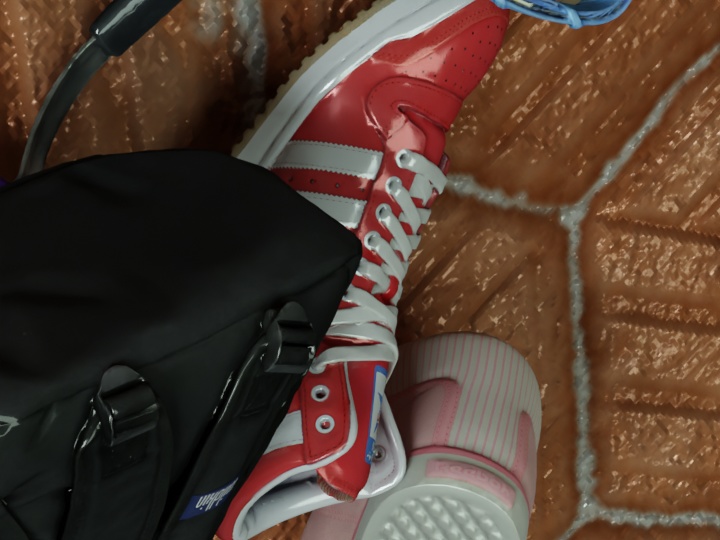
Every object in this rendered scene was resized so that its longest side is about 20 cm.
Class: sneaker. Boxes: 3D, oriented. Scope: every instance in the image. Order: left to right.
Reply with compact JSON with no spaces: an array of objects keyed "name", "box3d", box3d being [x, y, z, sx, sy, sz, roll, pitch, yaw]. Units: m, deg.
[{"name":"sneaker","box3d":[0.000,0.000,0.932,0.200,0.112,0.071,-46,158,4]},{"name":"sneaker","box3d":[0.013,0.101,1.042,0.075,0.105,0.200,21,135,-9]}]

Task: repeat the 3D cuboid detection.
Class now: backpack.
[{"name":"backpack","box3d":[-0.108,0.063,0.860,0.163,0.154,0.201,-27,141,-42]}]

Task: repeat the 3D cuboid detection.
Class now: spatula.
[{"name":"spatula","box3d":[-0.089,-0.058,0.910,0.200,0.021,0.057,-51,145,-6]}]

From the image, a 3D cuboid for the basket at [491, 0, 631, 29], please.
[{"name":"basket","box3d":[0.057,-0.148,0.841,0.176,0.200,0.140,27,78,-40]}]
